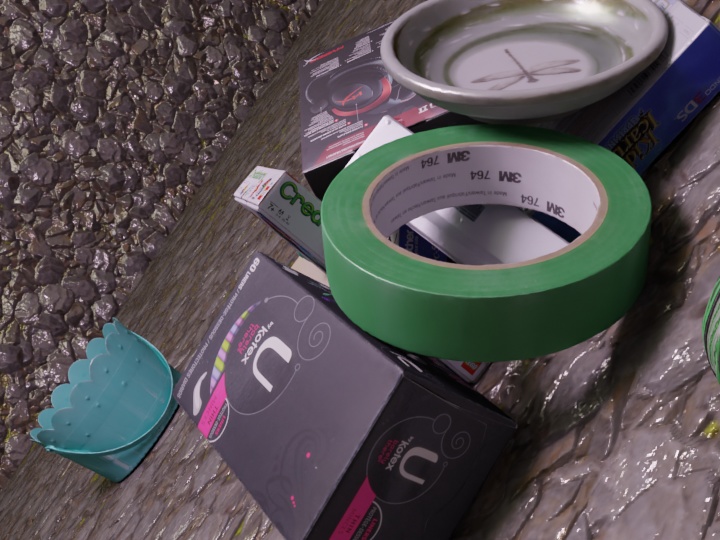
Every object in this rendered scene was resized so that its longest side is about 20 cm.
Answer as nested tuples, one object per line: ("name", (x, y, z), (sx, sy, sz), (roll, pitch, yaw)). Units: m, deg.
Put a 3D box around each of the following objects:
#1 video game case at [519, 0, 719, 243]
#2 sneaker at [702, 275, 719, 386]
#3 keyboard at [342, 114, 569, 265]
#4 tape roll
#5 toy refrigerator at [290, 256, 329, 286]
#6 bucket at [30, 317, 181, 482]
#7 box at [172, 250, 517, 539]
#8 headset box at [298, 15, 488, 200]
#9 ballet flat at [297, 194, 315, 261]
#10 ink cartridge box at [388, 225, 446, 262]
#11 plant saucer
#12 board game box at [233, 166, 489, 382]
("video game case", (0.178, -0.116, 0.859), (0.200, 0.045, 0.181), (-48, 17, 18))
("sneaker", (0.205, -0.035, 0.499), (0.201, 0.078, 0.085), (-61, 9, 11))
("keyboard", (0.071, -0.038, 0.803), (0.056, 0.200, 0.011), (-49, -27, -3))
("tape roll", (0.076, -0.024, 0.707), (0.201, 0.199, 0.048), (-74, -17, -53))
("toy refrigerator", (-0.023, 0.035, 1.072), (0.070, 0.076, 0.200), (-53, 14, -1))
("bucket", (-0.347, 0.185, 1.597), (0.207, 0.135, 0.207), (-49, 16, 19))
("box", (-0.018, 0.089, 0.733), (0.123, 0.106, 0.200), (-60, 37, 4))
("headset box", (0.030, -0.122, 0.928), (0.148, 0.075, 0.200), (-22, 36, 12))
("ballet flat", (-0.034, -0.045, 1.068), (0.200, 0.070, 0.068), (-92, 20, -82))
("ink cartridge box", (0.037, -0.040, 1.029), (0.200, 0.044, 0.095), (-121, 32, -75))
("plant saucer", (0.115, -0.149, 0.812), (0.199, 0.050, 0.200), (-6, 35, 4))
("board game box", (0.000, 0.000, 0.838), (0.035, 0.200, 0.126), (-51, 15, -3))
